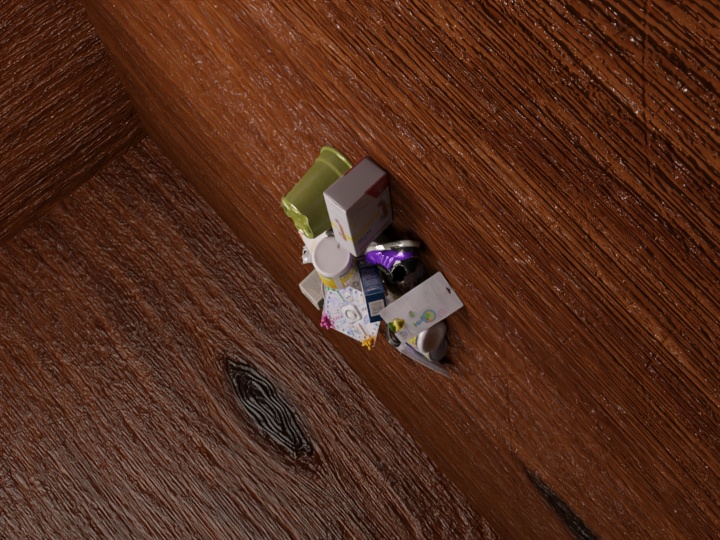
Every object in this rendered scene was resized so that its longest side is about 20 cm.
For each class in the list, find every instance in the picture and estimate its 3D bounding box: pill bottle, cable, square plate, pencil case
[{"bbox_3d":[-0.067,-0.012,1.596,0.113,0.113,0.200,44,172,15],"label":"pill bottle"},{"bbox_3d":[0.095,0.153,1.816,0.095,0.051,0.202,27,-152,-15],"label":"cable"},{"bbox_3d":[0.200,0.283,1.914,0.195,0.029,0.200,28,-179,-9],"label":"square plate"},{"bbox_3d":[0.155,0.151,1.728,0.199,0.112,0.114,36,161,40],"label":"pill bottle"},{"bbox_3d":[0.189,0.215,1.824,0.199,0.089,0.085,30,116,54],"label":"pencil case"}]

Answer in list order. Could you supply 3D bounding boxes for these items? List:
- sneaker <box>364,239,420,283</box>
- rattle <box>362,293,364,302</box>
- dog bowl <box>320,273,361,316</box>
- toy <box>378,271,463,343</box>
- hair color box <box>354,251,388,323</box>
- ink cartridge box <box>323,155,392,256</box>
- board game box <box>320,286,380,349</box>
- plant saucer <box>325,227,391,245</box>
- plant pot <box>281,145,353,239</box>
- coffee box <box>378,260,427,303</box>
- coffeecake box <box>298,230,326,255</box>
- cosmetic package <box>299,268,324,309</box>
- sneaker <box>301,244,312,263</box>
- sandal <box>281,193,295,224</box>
[{"bbox_3d":[0.075,-0.016,1.479,0.198,0.068,0.103,-11,76,54],"label":"sneaker"},{"bbox_3d":[0.000,0.000,1.775,0.198,0.144,0.130,35,179,25],"label":"rattle"},{"bbox_3d":[-0.030,0.052,1.888,0.200,0.200,0.074,46,-177,9],"label":"dog bowl"},{"bbox_3d":[0.158,0.094,1.508,0.116,0.198,0.047,50,-166,-16],"label":"toy"},{"bbox_3d":[0.030,0.038,1.584,0.202,0.059,0.102,-104,3,-52],"label":"hair color box"},{"bbox_3d":[0.000,-0.151,1.394,0.083,0.145,0.201,39,162,24],"label":"ink cartridge box"},{"bbox_3d":[-0.032,0.139,1.809,0.196,0.026,0.203,23,131,14],"label":"board game box"},{"bbox_3d":[0.001,-0.101,1.579,0.194,0.052,0.200,12,177,1],"label":"plant saucer"},{"bbox_3d":[-0.103,-0.190,1.513,0.200,0.184,0.201,45,165,16],"label":"plant pot"},{"bbox_3d":[0.133,0.053,1.599,0.112,0.079,0.203,33,153,45],"label":"coffee box"},{"bbox_3d":[-0.102,-0.093,1.789,0.203,0.072,0.154,58,147,16],"label":"coffeecake box"},{"bbox_3d":[-0.111,0.028,2.020,0.105,0.199,0.071,43,165,20],"label":"cosmetic package"},{"bbox_3d":[-0.163,-0.085,2.003,0.201,0.078,0.072,-84,-18,-63],"label":"sneaker"},{"bbox_3d":[-0.206,-0.203,2.006,0.201,0.080,0.054,50,144,14],"label":"sandal"}]
